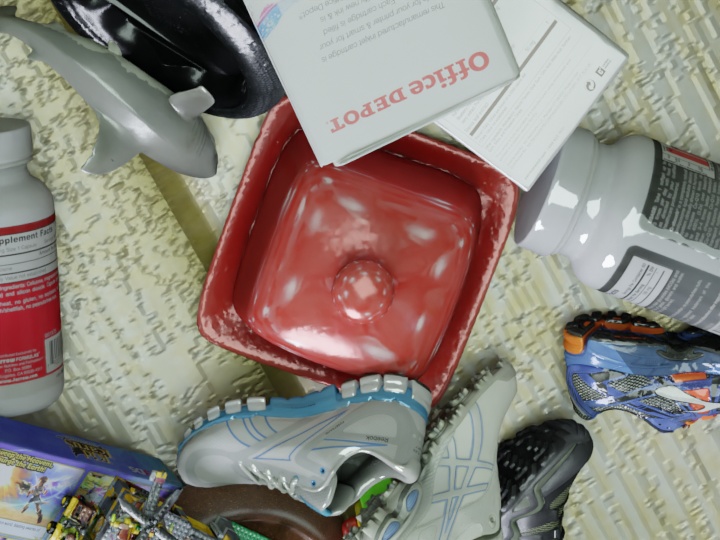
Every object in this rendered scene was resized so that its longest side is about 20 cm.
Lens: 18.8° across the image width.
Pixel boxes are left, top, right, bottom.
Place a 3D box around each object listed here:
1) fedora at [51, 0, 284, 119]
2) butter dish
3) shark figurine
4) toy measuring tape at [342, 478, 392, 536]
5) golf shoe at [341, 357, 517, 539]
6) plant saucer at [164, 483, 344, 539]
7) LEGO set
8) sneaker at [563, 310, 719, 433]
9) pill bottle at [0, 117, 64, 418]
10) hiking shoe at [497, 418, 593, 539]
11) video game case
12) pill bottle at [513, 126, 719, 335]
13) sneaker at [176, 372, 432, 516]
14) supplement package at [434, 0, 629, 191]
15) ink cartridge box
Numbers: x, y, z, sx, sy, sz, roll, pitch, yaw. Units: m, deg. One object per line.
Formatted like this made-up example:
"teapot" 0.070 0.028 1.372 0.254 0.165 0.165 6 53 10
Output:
"fedora" -0.124 -0.197 1.505 0.200 0.200 0.092 35 66 -9
"butter dish" 0.000 0.000 1.540 0.199 0.148 0.201 19 100 -6
"shark figurine" -0.188 -0.114 1.505 0.214 0.128 0.090 32 76 -13
"toy measuring tape" 0.031 0.233 1.610 0.073 0.074 0.201 -15 69 1
"golf shoe" 0.072 0.158 1.582 0.097 0.078 0.200 38 64 -3
"plant saucer" -0.090 0.250 1.624 0.199 0.034 0.202 -6 108 -17
"LEGO set" -0.126 0.238 1.524 0.200 0.116 0.154 38 91 -25
"sneaker" 0.245 0.083 1.616 0.198 0.075 0.079 9 111 4
"pill bottle" -0.270 -0.004 1.544 0.111 0.112 0.202 -2 102 -2
"hiking shoe" 0.126 0.202 1.638 0.100 0.076 0.201 29 107 -20
"video game case" -0.247 0.201 1.568 0.200 0.045 0.182 22 106 -50
"pill bottle" 0.219 -0.029 1.559 0.199 0.116 0.117 20 101 -7
"sneaker" -0.044 0.135 1.543 0.199 0.087 0.075 -15 145 23
"supplement package" 0.067 -0.168 1.517 0.200 0.121 0.120 36 99 -9
"ink cartridge box" 0.000 -0.188 1.406 0.144 0.085 0.201 -24 98 6
